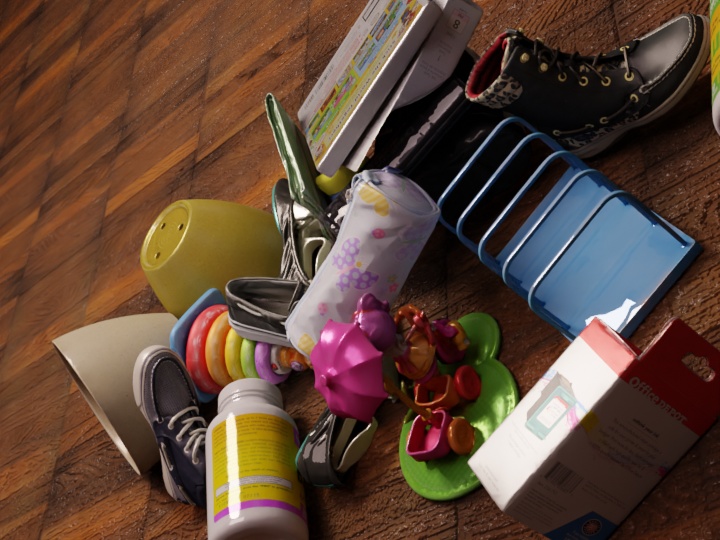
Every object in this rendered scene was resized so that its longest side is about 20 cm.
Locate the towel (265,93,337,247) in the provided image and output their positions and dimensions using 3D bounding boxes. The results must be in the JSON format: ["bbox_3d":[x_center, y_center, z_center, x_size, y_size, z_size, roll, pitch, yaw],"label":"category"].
[{"bbox_3d":[-0.047,-0.086,1.310,0.023,0.200,0.153,-25,55,10],"label":"towel"}]

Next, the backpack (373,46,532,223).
[{"bbox_3d":[0.099,-0.156,1.271,0.167,0.127,0.200,-29,40,17],"label":"backpack"}]

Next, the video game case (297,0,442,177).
[{"bbox_3d":[0.004,-0.212,1.219,0.200,0.023,0.182,-55,22,16],"label":"video game case"}]

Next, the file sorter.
[{"bbox_3d":[0.180,-0.037,1.076,0.139,0.123,0.200,-51,34,7],"label":"file sorter"}]

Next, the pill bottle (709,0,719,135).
[{"bbox_3d":[0.358,-0.207,1.002,0.111,0.111,0.201,-22,47,40],"label":"pill bottle"}]

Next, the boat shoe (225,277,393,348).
[{"bbox_3d":[-0.062,0.046,1.290,0.199,0.071,0.072,2,48,19],"label":"boat shoe"}]

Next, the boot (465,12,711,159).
[{"bbox_3d":[0.211,-0.189,1.094,0.203,0.153,0.074,-40,38,48],"label":"boot"}]

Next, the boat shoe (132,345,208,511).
[{"bbox_3d":[-0.193,0.183,1.332,0.075,0.201,0.093,-29,26,-34],"label":"boat shoe"}]

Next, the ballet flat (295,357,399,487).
[{"bbox_3d":[0.002,0.135,1.213,0.068,0.068,0.201,17,82,45],"label":"ballet flat"}]

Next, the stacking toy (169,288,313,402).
[{"bbox_3d":[-0.115,0.096,1.367,0.199,0.116,0.110,3,38,33],"label":"stacking toy"}]

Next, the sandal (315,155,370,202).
[{"bbox_3d":[0.009,-0.079,1.309,0.079,0.087,0.200,-28,-1,18],"label":"sandal"}]

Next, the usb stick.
[{"bbox_3d":[0.039,-0.115,1.174,0.200,0.033,0.055,-48,37,7],"label":"usb stick"}]

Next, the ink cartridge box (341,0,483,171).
[{"bbox_3d":[0.036,-0.193,1.215,0.201,0.057,0.163,-66,21,4],"label":"ink cartridge box"}]

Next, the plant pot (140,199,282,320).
[{"bbox_3d":[-0.198,-0.012,1.507,0.200,0.142,0.201,-31,42,33],"label":"plant pot"}]

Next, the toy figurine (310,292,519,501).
[{"bbox_3d":[0.039,0.089,1.094,0.150,0.184,0.201,-18,49,43],"label":"toy figurine"}]

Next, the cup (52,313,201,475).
[{"bbox_3d":[-0.272,0.134,1.466,0.143,0.201,0.200,-34,30,-18],"label":"cup"}]

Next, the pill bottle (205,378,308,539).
[{"bbox_3d":[-0.114,0.214,1.251,0.104,0.104,0.200,-38,39,26],"label":"pill bottle"}]

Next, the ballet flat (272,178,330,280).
[{"bbox_3d":[-0.064,-0.035,1.422,0.068,0.068,0.201,-24,55,27],"label":"ballet flat"}]

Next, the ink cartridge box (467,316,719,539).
[{"bbox_3d":[0.197,0.121,0.931,0.200,0.116,0.067,-50,34,9],"label":"ink cartridge box"}]

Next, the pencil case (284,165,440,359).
[{"bbox_3d":[0.000,0.000,1.139,0.200,0.090,0.083,-64,34,23],"label":"pencil case"}]
